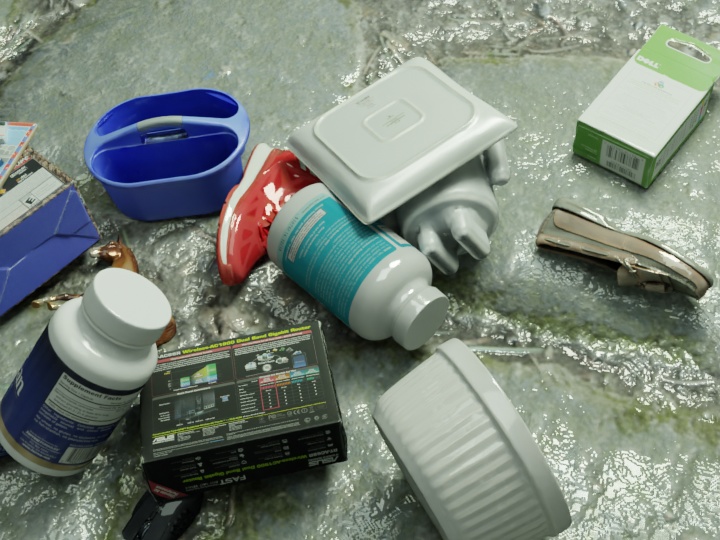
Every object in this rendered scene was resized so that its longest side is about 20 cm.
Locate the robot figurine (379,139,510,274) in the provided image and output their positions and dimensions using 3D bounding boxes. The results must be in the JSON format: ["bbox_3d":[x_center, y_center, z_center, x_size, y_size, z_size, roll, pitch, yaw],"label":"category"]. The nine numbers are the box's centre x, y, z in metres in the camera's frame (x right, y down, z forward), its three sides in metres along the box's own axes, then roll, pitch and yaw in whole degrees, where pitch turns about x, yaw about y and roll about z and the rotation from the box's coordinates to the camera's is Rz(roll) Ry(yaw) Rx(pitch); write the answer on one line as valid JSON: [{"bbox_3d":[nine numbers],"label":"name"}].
[{"bbox_3d":[0.090,-0.095,1.245,0.169,0.113,0.201,-23,52,19],"label":"robot figurine"}]

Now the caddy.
[{"bbox_3d":[-0.224,-0.145,1.306,0.199,0.105,0.142,-8,56,4],"label":"caddy"}]

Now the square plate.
[{"bbox_3d":[0.037,-0.156,1.212,0.199,0.029,0.198,-33,45,-11],"label":"square plate"}]

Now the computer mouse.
[{"bbox_3d":[-0.227,0.272,1.059,0.058,0.034,0.200,30,63,22],"label":"computer mouse"}]

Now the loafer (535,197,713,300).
[{"bbox_3d":[0.283,-0.010,1.204,0.200,0.072,0.063,31,79,31],"label":"loafer"}]

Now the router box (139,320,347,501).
[{"bbox_3d":[-0.122,0.138,1.108,0.199,0.062,0.150,-11,40,-3],"label":"router box"}]

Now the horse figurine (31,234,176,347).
[{"bbox_3d":[-0.264,0.040,1.207,0.132,0.050,0.200,-24,42,-39],"label":"horse figurine"}]

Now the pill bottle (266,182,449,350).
[{"bbox_3d":[0.000,0.000,1.186,0.111,0.111,0.200,-39,60,-21],"label":"pill bottle"}]

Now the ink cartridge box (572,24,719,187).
[{"bbox_3d":[0.354,-0.201,1.330,0.104,0.059,0.200,31,62,23],"label":"ink cartridge box"}]

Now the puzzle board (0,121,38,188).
[{"bbox_3d":[-0.484,-0.121,1.248,0.199,0.017,0.151,5,51,16],"label":"puzzle board"}]

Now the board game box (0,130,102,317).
[{"bbox_3d":[-0.427,-0.065,1.263,0.159,0.097,0.200,-40,53,-21],"label":"board game box"}]

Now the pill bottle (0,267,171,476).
[{"bbox_3d":[-0.267,0.097,1.077,0.111,0.200,0.111,30,26,-16],"label":"pill bottle"}]

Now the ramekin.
[{"bbox_3d":[0.094,0.173,1.008,0.105,0.200,0.200,-30,57,-6],"label":"ramekin"}]

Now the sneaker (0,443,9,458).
[{"bbox_3d":[-0.430,0.213,1.104,0.199,0.079,0.075,-24,15,-27],"label":"sneaker"}]

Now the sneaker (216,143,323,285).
[{"bbox_3d":[-0.089,-0.065,1.262,0.115,0.079,0.201,7,57,11],"label":"sneaker"}]
